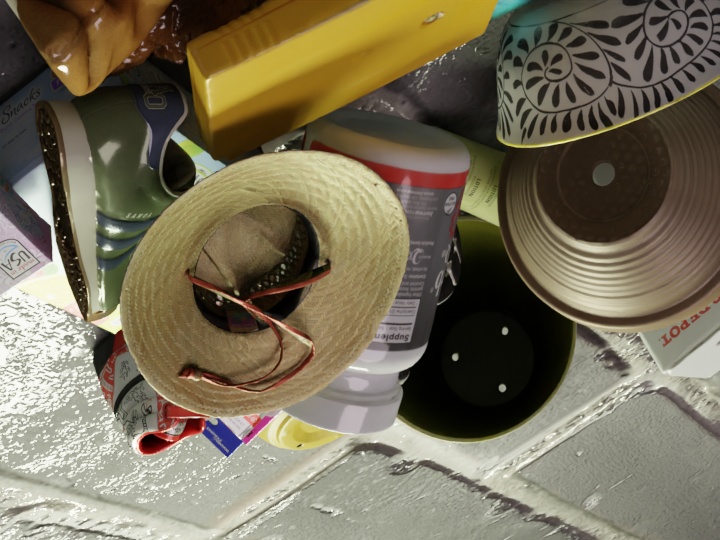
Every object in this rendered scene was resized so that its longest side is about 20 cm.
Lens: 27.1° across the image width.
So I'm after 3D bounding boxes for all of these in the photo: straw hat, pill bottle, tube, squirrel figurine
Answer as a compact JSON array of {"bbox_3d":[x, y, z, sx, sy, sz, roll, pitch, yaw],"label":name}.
[{"bbox_3d":[-0.071,-0.012,0.935,0.198,0.085,0.203,-14,131,-16],"label":"straw hat"},{"bbox_3d":[0.000,0.000,1.025,0.115,0.115,0.203,-1,111,-39],"label":"pill bottle"},{"bbox_3d":[0.128,-0.059,1.192,0.198,0.053,0.058,20,153,-30],"label":"tube"},{"bbox_3d":[-0.107,-0.188,0.805,0.186,0.142,0.200,-36,166,-4],"label":"squirrel figurine"}]

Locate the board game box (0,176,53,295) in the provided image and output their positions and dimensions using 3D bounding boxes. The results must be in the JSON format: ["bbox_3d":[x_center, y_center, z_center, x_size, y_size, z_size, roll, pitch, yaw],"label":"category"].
[{"bbox_3d":[-0.319,-0.026,0.874,0.199,0.044,0.199,-32,129,11],"label":"board game box"}]

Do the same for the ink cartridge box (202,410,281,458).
[{"bbox_3d":[-0.091,0.076,1.248,0.200,0.095,0.037,-45,-176,31],"label":"ink cartridge box"}]

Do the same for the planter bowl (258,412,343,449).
[{"bbox_3d":[-0.046,0.101,1.334,0.198,0.084,0.201,-20,150,-12],"label":"planter bowl"}]

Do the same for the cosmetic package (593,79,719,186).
[{"bbox_3d":[0.255,-0.150,1.163,0.199,0.072,0.101,-40,170,23],"label":"cosmetic package"}]

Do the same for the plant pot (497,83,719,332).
[{"bbox_3d":[0.185,-0.060,1.076,0.200,0.202,0.092,-35,161,16],"label":"plant pot"}]

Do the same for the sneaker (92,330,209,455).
[{"bbox_3d":[-0.131,0.060,1.171,0.067,0.109,0.201,8,136,-46],"label":"sneaker"}]

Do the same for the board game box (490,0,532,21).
[{"bbox_3d":[0.044,-0.199,0.920,0.198,0.029,0.135,4,165,-39],"label":"board game box"}]

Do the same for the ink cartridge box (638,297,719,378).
[{"bbox_3d":[0.280,-0.030,1.271,0.083,0.202,0.144,10,136,-46],"label":"ink cartridge box"}]

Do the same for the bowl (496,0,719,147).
[{"bbox_3d":[0.168,-0.173,1.027,0.199,0.201,0.095,-26,107,-2],"label":"bowl"}]

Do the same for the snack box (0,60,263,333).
[{"bbox_3d":[-0.169,-0.052,1.003,0.168,0.068,0.200,-34,151,13],"label":"snack box"}]

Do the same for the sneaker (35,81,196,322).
[{"bbox_3d":[-0.139,-0.041,0.908,0.089,0.068,0.201,-20,151,-17],"label":"sneaker"}]

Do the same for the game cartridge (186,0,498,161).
[{"bbox_3d":[-0.006,-0.137,0.863,0.198,0.033,0.176,-26,172,-9],"label":"game cartridge"}]

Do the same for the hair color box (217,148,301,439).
[{"bbox_3d":[-0.060,0.012,1.106,0.200,0.064,0.111,-46,125,-5],"label":"hair color box"}]

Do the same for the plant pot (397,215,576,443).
[{"bbox_3d":[0.102,0.065,1.331,0.186,0.189,0.200,-29,166,4],"label":"plant pot"}]

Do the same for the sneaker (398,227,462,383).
[{"bbox_3d":[0.020,0.003,1.182,0.082,0.201,0.081,3,133,30],"label":"sneaker"}]
